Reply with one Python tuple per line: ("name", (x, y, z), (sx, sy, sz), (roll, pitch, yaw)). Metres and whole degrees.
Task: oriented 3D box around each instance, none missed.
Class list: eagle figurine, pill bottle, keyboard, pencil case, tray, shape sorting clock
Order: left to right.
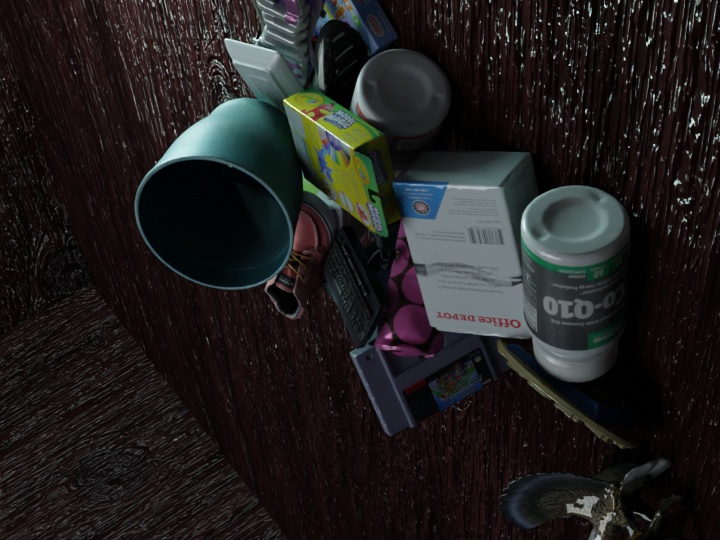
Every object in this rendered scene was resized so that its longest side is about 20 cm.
("tray", (-0.099, -0.214, 1.646), (0.107, 0.022, 0.200), (20, 157, 40))
("keyboard", (0.000, 0.000, 1.639), (0.128, 0.020, 0.200), (-59, 29, 20))
("pill bottle", (0.037, -0.169, 1.560), (0.114, 0.113, 0.200), (54, 159, 14))
("pencil case", (0.081, 0.010, 1.604), (0.093, 0.202, 0.091), (13, -179, 8))
("shape sorting clock", (0.238, 0.142, 1.482), (0.199, 0.039, 0.200), (32, -173, -4))
("pill bottle", (0.228, 0.019, 1.362), (0.113, 0.113, 0.201), (42, 155, 39))
("eagle figurine", (0.283, 0.282, 1.538), (0.199, 0.151, 0.152), (24, 151, 47))

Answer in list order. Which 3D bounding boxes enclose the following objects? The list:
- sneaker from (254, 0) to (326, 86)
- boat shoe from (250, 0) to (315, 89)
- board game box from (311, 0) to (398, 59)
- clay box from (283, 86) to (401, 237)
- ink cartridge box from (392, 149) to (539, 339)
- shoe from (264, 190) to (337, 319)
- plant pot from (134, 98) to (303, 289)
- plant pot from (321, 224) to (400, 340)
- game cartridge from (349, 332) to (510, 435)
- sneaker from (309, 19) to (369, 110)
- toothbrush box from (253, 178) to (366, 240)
("sneaker", (-0.080, -0.306, 1.585), (0.080, 0.089, 0.201), (28, 149, 12))
("boat shoe", (-0.106, -0.292, 1.689), (0.201, 0.072, 0.072), (63, 161, -13))
("board game box", (-0.032, -0.321, 1.627), (0.152, 0.036, 0.200), (60, 160, 0))
("clay box", (-0.014, -0.128, 1.501), (0.200, 0.047, 0.115), (39, 151, 48))
("ink cartridge box", (0.136, -0.031, 1.475), (0.144, 0.084, 0.201), (5, 124, 34))
("shoe", (-0.082, -0.016, 1.734), (0.071, 0.091, 0.201), (21, 148, 13))
("plant pot", (-0.157, -0.113, 1.608), (0.198, 0.189, 0.201), (8, 131, 9))
("plant pot", (0.074, 0.060, 1.759), (0.201, 0.141, 0.141), (58, 161, -14))
("game cartridge", (0.099, 0.118, 1.684), (0.130, 0.199, 0.038), (65, 168, -14))
("sneaker", (-0.035, -0.240, 1.590), (0.079, 0.074, 0.201), (43, 162, 23))
("toothbrush box", (-0.095, -0.106, 1.790), (0.199, 0.086, 0.146), (22, 148, 13))
